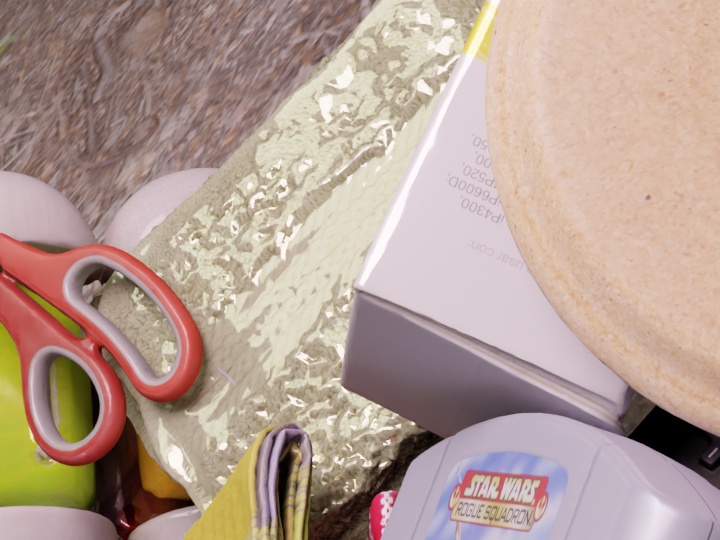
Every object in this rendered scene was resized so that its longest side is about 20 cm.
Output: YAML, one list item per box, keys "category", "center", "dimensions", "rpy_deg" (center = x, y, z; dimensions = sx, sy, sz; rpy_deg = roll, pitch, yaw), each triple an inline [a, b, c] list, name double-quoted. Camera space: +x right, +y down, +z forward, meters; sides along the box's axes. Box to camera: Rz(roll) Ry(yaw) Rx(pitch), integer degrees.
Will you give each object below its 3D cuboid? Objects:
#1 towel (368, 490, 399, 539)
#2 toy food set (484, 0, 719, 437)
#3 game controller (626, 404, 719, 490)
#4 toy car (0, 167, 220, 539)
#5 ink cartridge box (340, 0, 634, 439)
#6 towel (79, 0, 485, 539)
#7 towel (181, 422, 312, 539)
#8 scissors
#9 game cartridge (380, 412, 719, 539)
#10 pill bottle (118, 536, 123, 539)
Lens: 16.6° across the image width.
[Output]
- category: "towel"
  center: [-0.008, 0.174, 0.830]
  dimensions: [0.200, 0.022, 0.145]
  rpy_deg: [104, 176, -59]
- category: "toy food set"
  center: [0.132, -0.044, 0.618]
  dimensions: [0.198, 0.200, 0.049]
  rpy_deg: [-58, -17, -9]
- category: "game controller"
  center: [0.142, 0.091, 0.620]
  dimensions: [0.104, 0.042, 0.200]
  rpy_deg: [-43, 51, -9]
- category: "toy car"
  center: [-0.104, 0.060, 0.975]
  dimensions: [0.150, 0.200, 0.175]
  rpy_deg: [128, 138, -66]
- category: "ink cartridge box"
  center: [0.071, -0.049, 0.728]
  dimensions: [0.145, 0.083, 0.200]
  rpy_deg: [97, -162, -76]
- category: "towel"
  center: [0.000, 0.000, 0.853]
  dimensions: [0.200, 0.036, 0.148]
  rpy_deg: [-45, 59, 8]
- category: "towel"
  center: [-0.073, 0.150, 0.799]
  dimensions: [0.200, 0.023, 0.144]
  rpy_deg: [-48, 27, 37]
- category: "scissors"
  center: [-0.132, -0.010, 0.896]
  dimensions: [0.073, 0.014, 0.200]
  rpy_deg: [-50, 61, 10]
- category: "game cartridge"
  center: [0.034, 0.102, 0.629]
  dimensions: [0.200, 0.042, 0.133]
  rpy_deg: [169, 120, -74]
- category: "pill bottle"
  center: [-0.094, 0.202, 0.973]
  dimensions: [0.120, 0.120, 0.200]
  rpy_deg: [-40, 25, 25]
